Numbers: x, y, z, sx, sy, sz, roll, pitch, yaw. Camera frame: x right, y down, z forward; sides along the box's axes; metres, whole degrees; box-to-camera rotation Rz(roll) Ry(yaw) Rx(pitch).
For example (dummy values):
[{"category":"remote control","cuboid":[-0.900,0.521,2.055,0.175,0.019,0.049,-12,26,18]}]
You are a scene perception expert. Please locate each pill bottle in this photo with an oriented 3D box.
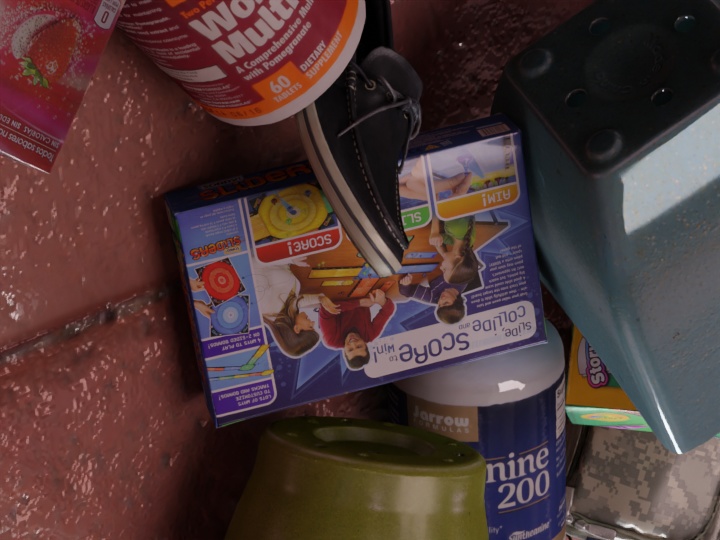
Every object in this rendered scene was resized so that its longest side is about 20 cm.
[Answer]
[{"category":"pill bottle","cuboid":[-0.090,-0.166,1.092,0.110,0.109,0.200,-58,138,-11]},{"category":"pill bottle","cuboid":[0.072,0.087,1.365,0.111,0.111,0.201,-24,122,-38]}]

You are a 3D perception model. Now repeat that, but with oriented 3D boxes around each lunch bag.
[{"category":"lunch bag","cuboid":[0.214,0.100,1.510,0.167,0.139,0.201,13,95,-30]}]

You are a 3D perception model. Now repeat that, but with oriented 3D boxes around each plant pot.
[{"category":"plant pot","cuboid":[-0.004,0.190,1.265,0.200,0.200,0.193,2,99,-47]},{"category":"plant pot","cuboid":[0.186,-0.059,1.260,0.196,0.196,0.200,-34,136,1]}]

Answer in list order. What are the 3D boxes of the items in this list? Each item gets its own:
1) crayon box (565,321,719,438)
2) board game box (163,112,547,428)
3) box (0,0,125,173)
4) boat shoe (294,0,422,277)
[{"category":"crayon box","cuboid":[0.201,0.002,1.410,0.058,0.118,0.201,52,44,-72]},{"category":"board game box","cuboid":[0.000,0.000,1.237,0.199,0.034,0.136,-13,115,-10]},{"category":"box","cuboid":[-0.216,-0.128,0.984,0.200,0.100,0.096,27,86,-49]},{"category":"boat shoe","cuboid":[0.002,-0.089,1.170,0.062,0.200,0.075,-19,147,12]}]
